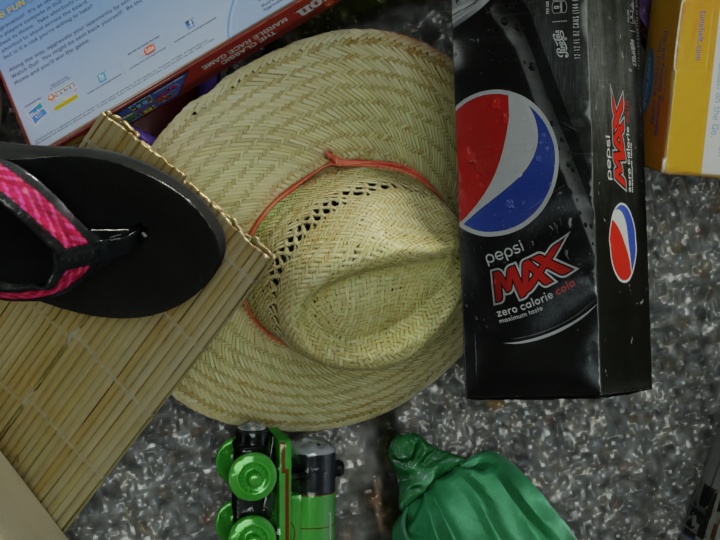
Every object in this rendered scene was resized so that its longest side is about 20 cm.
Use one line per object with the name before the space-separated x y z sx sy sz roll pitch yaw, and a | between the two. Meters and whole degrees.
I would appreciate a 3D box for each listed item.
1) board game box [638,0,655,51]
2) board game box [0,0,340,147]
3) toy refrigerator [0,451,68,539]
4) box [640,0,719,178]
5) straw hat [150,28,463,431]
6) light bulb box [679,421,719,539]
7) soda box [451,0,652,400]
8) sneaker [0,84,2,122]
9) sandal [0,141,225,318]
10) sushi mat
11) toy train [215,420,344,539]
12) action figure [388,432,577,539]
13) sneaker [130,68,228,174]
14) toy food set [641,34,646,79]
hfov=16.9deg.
board game box | 0.217 -0.143 1.086 0.200 0.032 0.120 -38 109 -6
board game box | -0.069 -0.134 1.036 0.199 0.019 0.103 -29 64 8
toy refrigerator | -0.190 0.110 1.038 0.070 0.076 0.200 -27 110 22
box | 0.223 -0.096 1.061 0.199 0.041 0.120 3 98 -18
straw hat | 0.000 0.000 1.044 0.200 0.085 0.202 -8 111 -22
light bulb box | 0.268 0.088 1.089 0.197 0.125 0.201 19 90 -6
soda box | 0.081 -0.046 1.023 0.063 0.071 0.201 -3 88 26
sneaker | -0.206 -0.024 1.075 0.075 0.105 0.201 18 118 -5
sandal | -0.155 -0.021 0.985 0.199 0.045 0.075 15 119 -1
sushi mat | -0.123 0.031 1.046 0.096 0.012 0.200 43 118 8
toy train | -0.036 0.166 1.090 0.056 0.042 0.201 -1 100 -15
action figure | 0.076 0.156 1.106 0.118 0.055 0.200 -35 87 -3
sneaker | -0.103 -0.033 1.072 0.080 0.083 0.201 8 90 -6
toy food set | 0.138 -0.162 1.108 0.199 0.060 0.144 -6 100 -13
